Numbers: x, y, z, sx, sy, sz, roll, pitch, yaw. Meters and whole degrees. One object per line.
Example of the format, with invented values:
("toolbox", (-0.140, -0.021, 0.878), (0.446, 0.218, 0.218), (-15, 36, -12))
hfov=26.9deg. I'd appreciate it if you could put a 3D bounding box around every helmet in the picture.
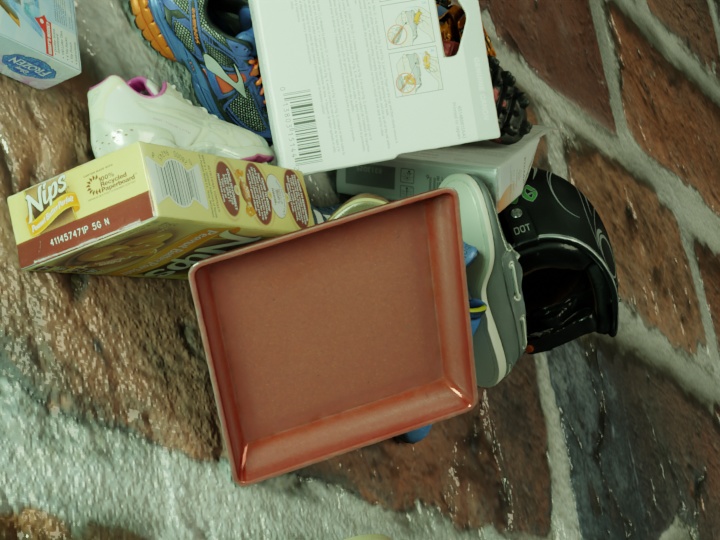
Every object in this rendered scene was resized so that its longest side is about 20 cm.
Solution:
("helmet", (0.157, -0.004, 1.481), (0.201, 0.199, 0.191), (56, 7, -27))

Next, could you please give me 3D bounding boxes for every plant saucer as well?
("plant saucer", (-0.018, 0.043, 1.094), (0.037, 0.198, 0.201), (-125, -158, -54))

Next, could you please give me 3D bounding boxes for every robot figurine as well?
("robot figurine", (0.099, -0.235, 1.659), (0.146, 0.058, 0.200), (63, 28, -17))

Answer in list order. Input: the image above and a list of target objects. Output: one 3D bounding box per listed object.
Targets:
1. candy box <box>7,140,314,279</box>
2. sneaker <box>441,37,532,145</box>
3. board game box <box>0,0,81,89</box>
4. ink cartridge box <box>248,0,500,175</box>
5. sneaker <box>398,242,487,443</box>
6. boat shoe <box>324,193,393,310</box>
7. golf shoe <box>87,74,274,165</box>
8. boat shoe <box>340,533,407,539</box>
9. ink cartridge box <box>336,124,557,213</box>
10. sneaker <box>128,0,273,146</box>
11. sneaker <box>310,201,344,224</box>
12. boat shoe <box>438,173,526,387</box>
("candy box", (-0.131, -0.036, 1.037), (0.200, 0.115, 0.056), (6, 69, -61))
("sneaker", (0.064, -0.173, 1.389), (0.200, 0.098, 0.071), (30, 58, -15))
("board game box", (-0.271, -0.242, 0.988), (0.199, 0.041, 0.201), (22, 54, -57))
("ink cartridge box", (0.006, -0.185, 1.179), (0.045, 0.175, 0.202), (-164, -116, -81))
("sneaker", (0.068, 0.066, 1.319), (0.066, 0.078, 0.202), (-58, 153, -64))
("boat shoe", (-0.026, 0.022, 1.155), (0.072, 0.201, 0.068), (18, 28, -9))
("golf shoe", (-0.132, -0.104, 1.130), (0.200, 0.075, 0.092), (-8, 77, -64))
("boat shoe", (0.004, 0.246, 1.155), (0.200, 0.074, 0.069), (18, 52, -59))
("ink cartridge box", (0.086, -0.107, 1.443), (0.200, 0.161, 0.051), (-31, 127, -63))
("sneaker", (-0.103, -0.174, 1.220), (0.200, 0.078, 0.076), (46, 37, -40))
("sneaker", (-0.059, -0.040, 1.219), (0.200, 0.075, 0.085), (-38, 111, -62))
("boat shoe", (0.110, 0.003, 1.347), (0.062, 0.073, 0.201), (-28, 116, -40))
